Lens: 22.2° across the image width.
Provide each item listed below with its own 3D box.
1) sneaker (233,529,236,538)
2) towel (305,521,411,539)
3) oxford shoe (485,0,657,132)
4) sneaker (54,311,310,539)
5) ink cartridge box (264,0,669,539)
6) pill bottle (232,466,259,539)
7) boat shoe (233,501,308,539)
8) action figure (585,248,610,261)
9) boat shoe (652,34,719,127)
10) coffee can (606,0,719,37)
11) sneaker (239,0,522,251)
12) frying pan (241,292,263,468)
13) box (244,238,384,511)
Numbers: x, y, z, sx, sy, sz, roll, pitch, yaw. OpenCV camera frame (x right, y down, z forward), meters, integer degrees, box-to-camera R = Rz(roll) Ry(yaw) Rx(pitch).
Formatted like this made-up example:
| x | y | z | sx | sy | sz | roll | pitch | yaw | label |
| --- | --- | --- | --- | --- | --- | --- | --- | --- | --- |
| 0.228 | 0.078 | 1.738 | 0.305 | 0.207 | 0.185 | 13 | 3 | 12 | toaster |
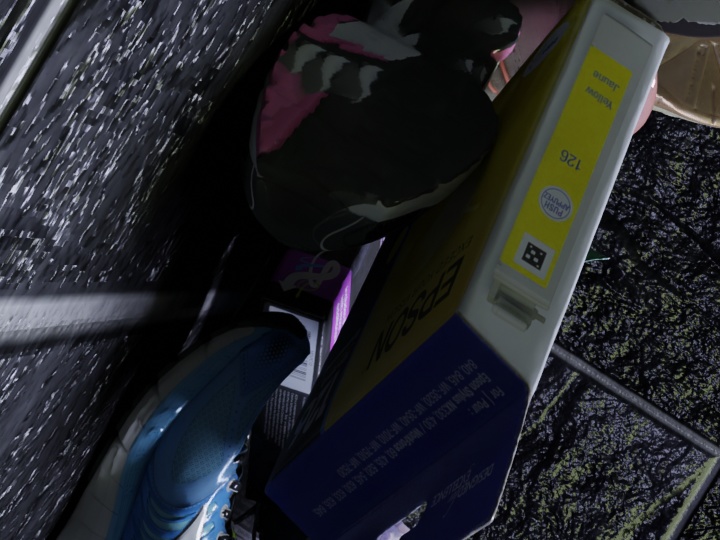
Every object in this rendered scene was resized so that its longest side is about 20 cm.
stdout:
| x | y | z | sx | sy | sz | roll | pitch | yaw | label |
| --- | --- | --- | --- | --- | --- | --- | --- | --- | --- |
| -0.080 | 0.142 | 0.942 | 0.072 | 0.082 | 0.201 | -55 | 174 | -37 | sneaker |
| -0.054 | 0.182 | 0.832 | 0.200 | 0.032 | 0.191 | -47 | 179 | -4 | towel |
| 0.065 | -0.084 | 0.786 | 0.200 | 0.073 | 0.072 | 179 | -99 | -74 | oxford shoe |
| -0.071 | 0.107 | 0.776 | 0.201 | 0.090 | 0.078 | -59 | 174 | 10 | sneaker |
| 0.026 | 0.024 | 0.679 | 0.201 | 0.047 | 0.198 | -63 | -172 | -31 | ink cartridge box |
| -0.064 | 0.202 | 1.296 | 0.201 | 0.113 | 0.113 | -58 | 175 | -7 | pill bottle |
| -0.032 | 0.127 | 1.006 | 0.074 | 0.062 | 0.201 | -32 | -150 | 32 | boat shoe |
| 0.026 | 0.006 | 1.039 | 0.199 | 0.118 | 0.055 | -32 | 129 | -7 | action figure |
| 0.150 | -0.137 | 1.111 | 0.065 | 0.199 | 0.073 | 21 | -87 | 62 | boat shoe |
| 0.137 | -0.204 | 0.644 | 0.201 | 0.146 | 0.147 | -55 | 174 | -25 | coffee can |
| 0.006 | -0.047 | 0.685 | 0.087 | 0.080 | 0.200 | -59 | 174 | 31 | sneaker |
| -0.045 | 0.046 | 0.979 | 0.115 | 0.031 | 0.191 | -55 | 173 | -44 | frying pan |
| 0.000 | 0.000 | 0.892 | 0.144 | 0.036 | 0.201 | 97 | 14 | -46 | box |
